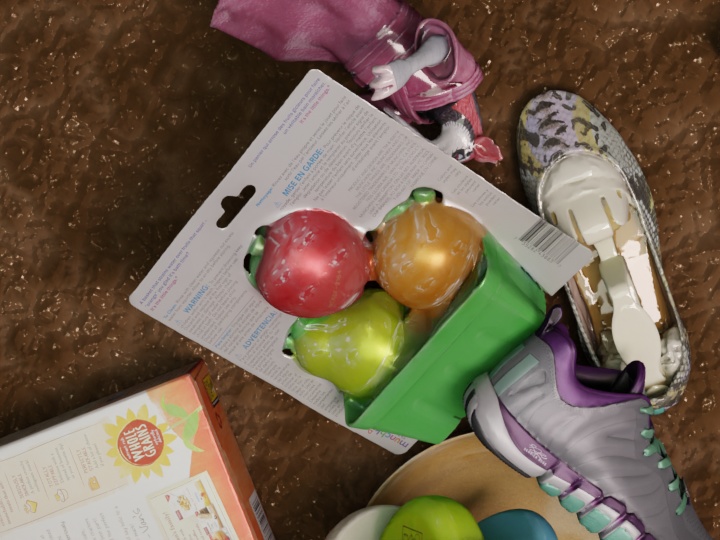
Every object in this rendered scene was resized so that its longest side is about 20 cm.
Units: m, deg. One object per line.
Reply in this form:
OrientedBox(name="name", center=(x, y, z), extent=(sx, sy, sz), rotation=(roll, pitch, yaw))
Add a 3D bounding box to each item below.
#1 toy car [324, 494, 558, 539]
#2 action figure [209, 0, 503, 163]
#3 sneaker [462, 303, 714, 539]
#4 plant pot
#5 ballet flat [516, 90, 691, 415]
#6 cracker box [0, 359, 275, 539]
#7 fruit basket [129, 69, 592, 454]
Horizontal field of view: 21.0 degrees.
OrientedBox(name="toy car", center=(0.069, 0.223, 1.106), extent=(0.149, 0.175, 0.202), rotation=(-7, 98, -29))
OrientedBox(name="action figure", center=(0.010, -0.133, 1.124), extent=(0.200, 0.134, 0.149), rotation=(40, 57, -13))
OrientedBox(name="sneaker", center=(0.154, 0.106, 1.090), extent=(0.199, 0.075, 0.088), rotation=(38, 104, -20))
OrientedBox(name="plant pot", center=(0.089, 0.193, 1.178), extent=(0.198, 0.027, 0.202), rotation=(1, 99, 5))
OrientedBox(name="ballet flat", center=(0.145, -0.009, 1.125), extent=(0.071, 0.072, 0.202), rotation=(-20, 95, 8))
OrientedBox(name="cracker box", center=(-0.164, 0.154, 1.181), extent=(0.198, 0.058, 0.135), rotation=(-21, 95, 7))
OrientedBox(name="fruit basket", center=(0.000, 0.000, 1.099), extent=(0.199, 0.094, 0.186), rotation=(33, 117, -15))
